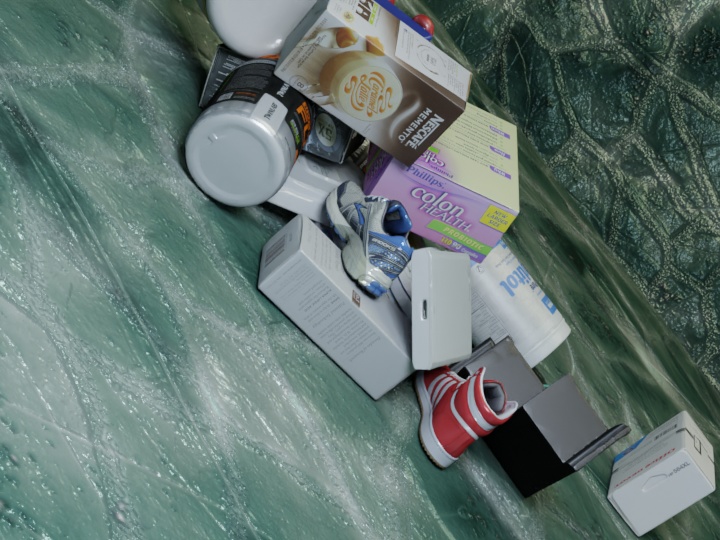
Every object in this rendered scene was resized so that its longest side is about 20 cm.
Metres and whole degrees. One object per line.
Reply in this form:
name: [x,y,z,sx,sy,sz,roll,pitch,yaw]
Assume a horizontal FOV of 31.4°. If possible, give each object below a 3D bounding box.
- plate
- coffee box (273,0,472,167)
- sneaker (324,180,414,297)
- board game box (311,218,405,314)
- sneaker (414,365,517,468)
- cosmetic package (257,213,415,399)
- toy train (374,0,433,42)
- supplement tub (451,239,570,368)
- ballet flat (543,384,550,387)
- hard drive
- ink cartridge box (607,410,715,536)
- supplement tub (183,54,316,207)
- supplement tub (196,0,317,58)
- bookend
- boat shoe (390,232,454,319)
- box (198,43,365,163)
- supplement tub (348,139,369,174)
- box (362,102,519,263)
plate: [-0.056,-0.119,1.639,0.199,0.032,0.200,21,25,-25]
coffee box: [0.017,-0.228,1.486,0.200,0.114,0.080,32,40,-17]
sneaker: [0.021,-0.052,1.497,0.077,0.085,0.200,40,17,-34]
board game box: [0.000,0.000,1.638,0.199,0.043,0.200,46,18,-17]
sneaker: [0.127,0.147,1.546,0.071,0.112,0.200,45,18,-20]
cosmetic package: [-0.023,0.041,1.453,0.200,0.074,0.102,43,20,-21]
toy train: [-0.008,-0.299,1.596,0.084,0.116,0.200,-24,56,-41]
supplement tub: [0.201,0.049,1.895,0.200,0.132,0.132,50,17,0]
ballet flat: [0.218,0.188,1.786,0.199,0.068,0.069,20,44,-41]
hard drive: [0.097,0.044,1.505,0.200,0.026,0.133,1,88,-72]
ink cartridge box: [0.475,0.317,2.017,0.084,0.146,0.200,53,18,0]
supplement tub: [-0.121,-0.170,1.492,0.123,0.122,0.200,46,30,-16]
supplement tub: [-0.135,-0.359,1.623,0.145,0.145,0.200,42,8,-27]
bookend: [0.209,0.162,1.593,0.200,0.092,0.199,54,-19,10]
boat shoe: [0.083,-0.004,1.633,0.075,0.086,0.202,31,27,-46]
box: [-0.086,-0.226,1.670,0.199,0.086,0.164,22,18,4]
supplement tub: [-0.012,-0.159,1.823,0.200,0.107,0.107,44,19,-21]
box: [0.105,-0.135,1.653,0.175,0.097,0.200,24,37,-14]
